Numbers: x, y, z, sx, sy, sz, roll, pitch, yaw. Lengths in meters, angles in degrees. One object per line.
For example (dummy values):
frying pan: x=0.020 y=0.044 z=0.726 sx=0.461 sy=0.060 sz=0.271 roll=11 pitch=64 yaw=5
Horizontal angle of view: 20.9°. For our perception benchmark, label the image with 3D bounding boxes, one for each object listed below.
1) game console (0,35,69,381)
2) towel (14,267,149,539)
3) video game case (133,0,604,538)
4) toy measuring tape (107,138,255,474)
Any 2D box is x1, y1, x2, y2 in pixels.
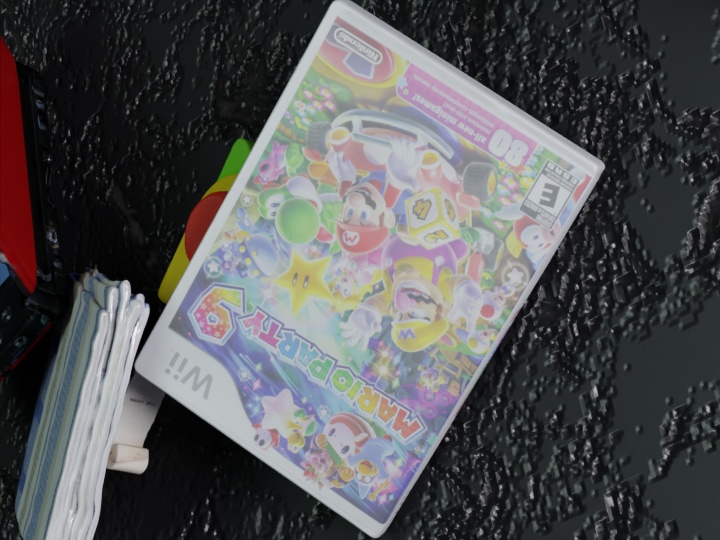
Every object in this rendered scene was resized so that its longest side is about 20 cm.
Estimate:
game console: x=-0.230 y=-0.048 z=1.061 sx=0.172 sy=0.118 sz=0.201 roll=-44 pitch=38 yaw=27
towel: x=-0.144 y=0.072 z=0.983 sx=0.200 sy=0.024 sz=0.148 roll=-167 pitch=92 yaw=-76
video game case: x=0.000 y=0.000 z=0.883 sx=0.143 sy=0.018 sz=0.201 roll=33 pitch=105 yaw=11
toy measuring tape: x=-0.065 y=0.022 z=0.952 sx=0.073 sy=0.073 sz=0.201 roll=35 pitch=104 yaw=42
